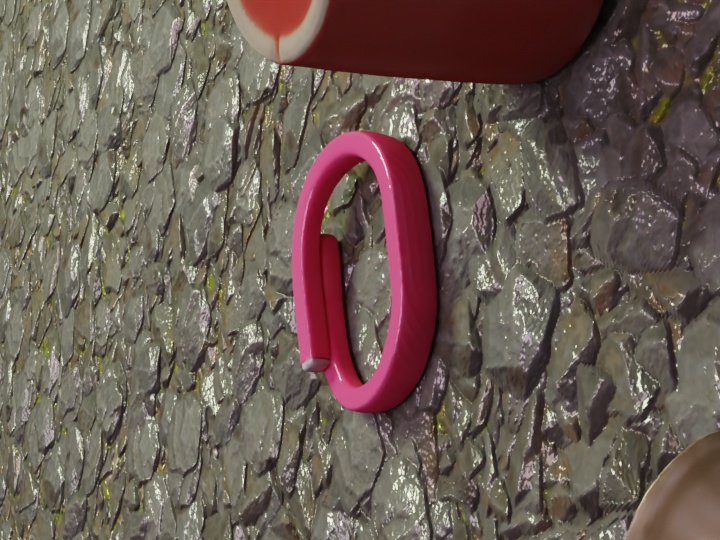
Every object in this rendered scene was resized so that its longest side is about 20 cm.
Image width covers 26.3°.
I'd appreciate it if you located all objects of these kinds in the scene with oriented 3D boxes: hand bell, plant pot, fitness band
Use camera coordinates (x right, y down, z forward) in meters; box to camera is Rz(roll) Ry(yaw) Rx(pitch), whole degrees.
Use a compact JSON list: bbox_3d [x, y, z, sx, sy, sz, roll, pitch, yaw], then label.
[{"bbox_3d":[0.213,0.158,0.646,0.199,0.103,0.105,32,113,46],"label":"hand bell"},{"bbox_3d":[0.021,-0.202,0.905,0.200,0.176,0.203,28,124,54],"label":"plant pot"},{"bbox_3d":[0.000,0.000,1.088,0.143,0.037,0.202,-36,55,52],"label":"fitness band"}]
